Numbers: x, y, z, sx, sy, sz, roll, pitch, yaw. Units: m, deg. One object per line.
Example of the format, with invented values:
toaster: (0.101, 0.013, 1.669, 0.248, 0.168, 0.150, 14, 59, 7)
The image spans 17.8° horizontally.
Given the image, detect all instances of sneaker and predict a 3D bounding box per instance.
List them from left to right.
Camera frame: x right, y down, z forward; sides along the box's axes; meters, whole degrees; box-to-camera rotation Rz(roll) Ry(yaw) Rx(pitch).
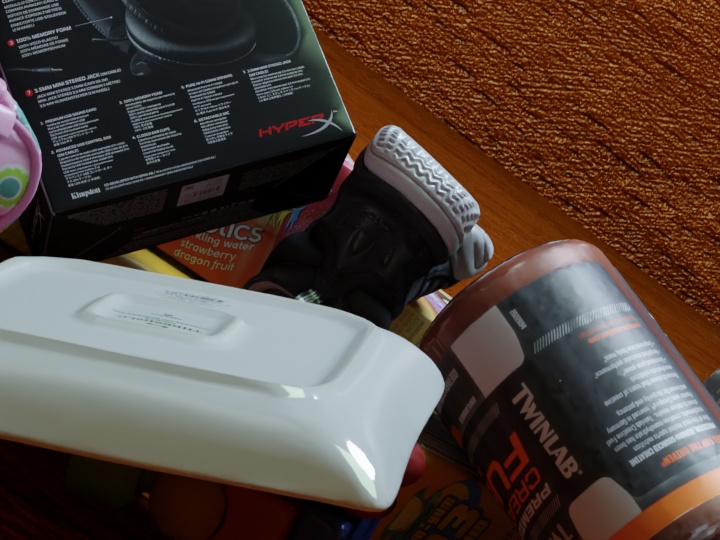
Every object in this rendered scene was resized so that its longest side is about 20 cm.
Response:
sneaker: (0.000, 0.000, 1.104, 0.075, 0.114, 0.200, 44, -3, 8)

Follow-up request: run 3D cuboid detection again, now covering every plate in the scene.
plate: (-0.073, 0.030, 0.830, 0.199, 0.032, 0.200, 10, 10, 6)

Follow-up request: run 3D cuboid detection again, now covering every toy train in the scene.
toy train: (-0.055, 0.085, 0.815, 0.115, 0.085, 0.200, 28, 9, 7)

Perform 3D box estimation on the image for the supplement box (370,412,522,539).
supplement box: (0.036, 0.111, 1.081, 0.200, 0.067, 0.069, 30, 16, -42)

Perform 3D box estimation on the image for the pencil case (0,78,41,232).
pencil case: (-0.207, -0.086, 1.022, 0.087, 0.088, 0.200, 32, 11, -36)

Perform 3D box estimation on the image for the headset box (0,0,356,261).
headset box: (-0.109, -0.117, 1.078, 0.077, 0.148, 0.201, 117, -47, -63)

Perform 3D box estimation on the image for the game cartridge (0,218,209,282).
game cartridge: (-0.140, -0.026, 1.191, 0.200, 0.032, 0.176, 31, 12, -33)

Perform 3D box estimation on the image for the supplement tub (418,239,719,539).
supplement tub: (0.115, 0.090, 1.012, 0.200, 0.107, 0.107, 55, 15, 26)

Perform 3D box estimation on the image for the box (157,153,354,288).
box: (-0.083, -0.073, 1.235, 0.100, 0.096, 0.200, 35, 9, -22)

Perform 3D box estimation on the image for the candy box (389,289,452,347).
candy box: (0.031, 0.041, 1.250, 0.200, 0.057, 0.117, 37, 8, -18)

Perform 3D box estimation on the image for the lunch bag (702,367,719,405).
lunch bag: (0.277, 0.181, 1.478, 0.167, 0.140, 0.200, 35, 10, -21)
